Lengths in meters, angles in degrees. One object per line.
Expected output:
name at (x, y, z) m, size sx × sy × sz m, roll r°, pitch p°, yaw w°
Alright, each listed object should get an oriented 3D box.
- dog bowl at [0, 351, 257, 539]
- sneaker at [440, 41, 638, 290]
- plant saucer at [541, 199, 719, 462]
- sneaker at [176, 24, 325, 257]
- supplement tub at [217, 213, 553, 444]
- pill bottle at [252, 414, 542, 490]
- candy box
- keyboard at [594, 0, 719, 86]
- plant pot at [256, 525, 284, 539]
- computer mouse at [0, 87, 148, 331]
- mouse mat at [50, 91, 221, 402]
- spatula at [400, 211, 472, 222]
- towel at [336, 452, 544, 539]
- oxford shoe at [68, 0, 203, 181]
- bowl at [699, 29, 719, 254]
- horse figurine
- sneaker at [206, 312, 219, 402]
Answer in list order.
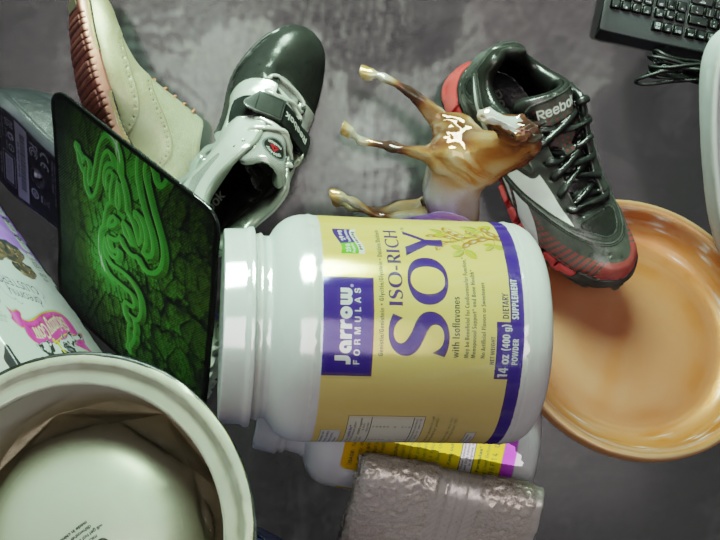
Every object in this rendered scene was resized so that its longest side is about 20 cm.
dog bowl at (-0.150, 0.150, 0.638) m, size 0.199 × 0.074 × 0.202 m, roll -1°, pitch 75°, yaw 5°
sneaker at (0.134, -0.078, 0.809) m, size 0.071 × 0.098 × 0.201 m, roll -29°, pitch 80°, yaw -21°
plant saucer at (0.196, 0.044, 0.839) m, size 0.199 × 0.037 × 0.201 m, roll 3°, pitch 66°, yaw -7°
sneaker at (-0.066, -0.088, 0.811) m, size 0.074 × 0.088 × 0.201 m, roll 35°, pitch 73°, yaw -30°
supplement tub at (0.010, 0.038, 0.737) m, size 0.199 × 0.145 × 0.146 m, roll 2°, pitch 95°, yaw -9°
pill bottle at (0.025, 0.113, 0.841) m, size 0.199 × 0.104 × 0.105 m, roll 12°, pitch 94°, yaw -3°
candy box at (-0.257, 0.027, 0.767) m, size 0.071 × 0.168 × 0.200 m, roll -39°, pitch 76°, yaw 2°
keyboard at (0.279, -0.180, 0.859) m, size 0.199 × 0.040 × 0.105 m, roll 10°, pitch 93°, yaw -2°
plant pot at (-0.095, 0.259, 0.739) m, size 0.179 × 0.200 × 0.201 m, roll 13°, pitch 79°, yaw 16°
computer mouse at (-0.198, -0.061, 0.821) m, size 0.200 × 0.139 × 0.053 m, roll 41°, pitch 51°, yaw 20°
mouse mat at (-0.152, -0.003, 0.763) m, size 0.161 × 0.008 × 0.201 m, roll 37°, pitch 137°, yaw 25°
spatula at (0.000, 0.000, 0.833) m, size 0.199 × 0.021 × 0.056 m, roll -23°, pitch 138°, yaw 26°
towel at (0.044, 0.209, 0.831) m, size 0.132 × 0.035 × 0.201 m, roll 11°, pitch 132°, yaw -3°
oxford shoe at (-0.159, -0.113, 0.845) m, size 0.073 × 0.071 × 0.201 m, roll -21°, pitch 100°, yaw -21°
bowl at (0.331, -0.103, 0.827) m, size 0.199 × 0.075 × 0.201 m, roll -15°, pitch 112°, yaw -7°
horse figurine at (0.046, -0.060, 0.817) m, size 0.132 × 0.050 × 0.201 m, roll 19°, pitch 138°, yaw 4°
sneaker at (-0.178, 0.107, 0.852) m, size 0.099 × 0.070 × 0.201 m, roll 29°, pitch 92°, yaw -1°
